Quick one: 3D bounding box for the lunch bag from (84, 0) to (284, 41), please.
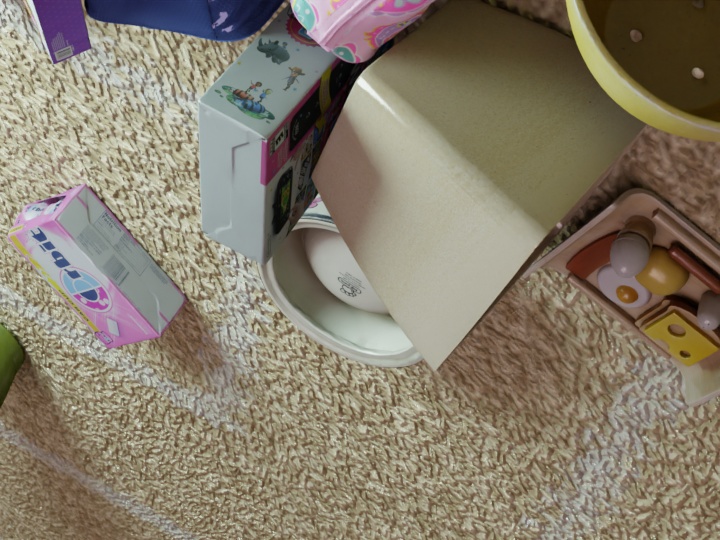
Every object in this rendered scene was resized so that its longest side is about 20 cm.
[{"bbox_3d":[-0.131,-0.268,0.883,0.198,0.136,0.133,13,140,27],"label":"lunch bag"}]

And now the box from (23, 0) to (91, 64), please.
[{"bbox_3d":[-0.256,-0.256,0.905,0.138,0.039,0.200,64,168,4],"label":"box"}]

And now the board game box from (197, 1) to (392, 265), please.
[{"bbox_3d":[-0.048,-0.127,0.926,0.064,0.201,0.148,26,145,12],"label":"board game box"}]

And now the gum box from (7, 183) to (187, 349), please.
[{"bbox_3d":[-0.314,-0.005,1.396,0.113,0.066,0.201,-13,124,44],"label":"gum box"}]

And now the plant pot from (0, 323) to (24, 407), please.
[{"bbox_3d":[-0.593,0.161,1.702,0.198,0.194,0.202,21,143,16],"label":"plant pot"}]

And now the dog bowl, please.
[{"bbox_3d":[0.000,0.000,1.150,0.198,0.074,0.201,21,143,16],"label":"dog bowl"}]

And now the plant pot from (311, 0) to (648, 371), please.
[{"bbox_3d":[0.080,-0.082,0.900,0.177,0.200,0.200,41,145,7],"label":"plant pot"}]

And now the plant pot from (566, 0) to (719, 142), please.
[{"bbox_3d":[0.211,-0.162,0.718,0.199,0.201,0.142,30,172,4],"label":"plant pot"}]

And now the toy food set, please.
[{"bbox_3d":[0.250,0.030,0.998,0.199,0.061,0.144,38,144,-5],"label":"toy food set"}]

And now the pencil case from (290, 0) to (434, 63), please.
[{"bbox_3d":[0.032,-0.214,0.782,0.087,0.088,0.199,44,145,-14],"label":"pencil case"}]
